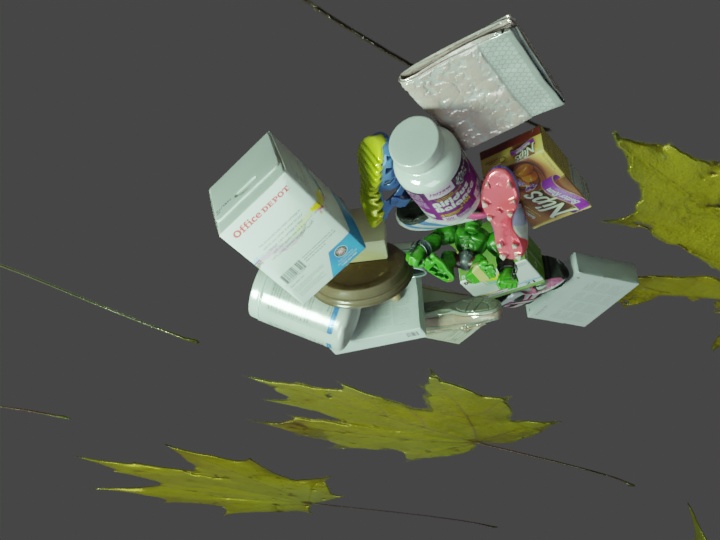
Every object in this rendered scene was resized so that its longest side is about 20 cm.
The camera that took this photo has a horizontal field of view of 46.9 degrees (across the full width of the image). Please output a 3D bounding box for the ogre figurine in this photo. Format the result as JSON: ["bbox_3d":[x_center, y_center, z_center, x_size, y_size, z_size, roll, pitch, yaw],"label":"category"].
[{"bbox_3d":[0.190,-0.034,1.493,0.196,0.121,0.099,-3,131,27],"label":"ogre figurine"}]

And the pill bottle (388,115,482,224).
[{"bbox_3d":[0.117,-0.159,1.310,0.110,0.115,0.200,-15,156,20],"label":"pill bottle"}]

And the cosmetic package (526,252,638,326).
[{"bbox_3d":[0.461,0.044,1.743,0.148,0.053,0.201,8,148,-20],"label":"cosmetic package"}]

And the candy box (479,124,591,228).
[{"bbox_3d":[0.300,-0.154,1.412,0.115,0.058,0.199,-21,143,29],"label":"candy box"}]

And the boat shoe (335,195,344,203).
[{"bbox_3d":[-0.121,-0.101,1.453,0.195,0.071,0.074,5,149,-12],"label":"boat shoe"}]

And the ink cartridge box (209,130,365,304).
[{"bbox_3d":[-0.119,-0.084,1.331,0.146,0.147,0.200,-40,126,11],"label":"ink cartridge box"}]

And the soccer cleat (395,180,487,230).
[{"bbox_3d":[0.159,-0.114,1.471,0.195,0.072,0.086,-8,168,9],"label":"soccer cleat"}]

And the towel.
[{"bbox_3d":[0.184,-0.269,1.235,0.188,0.033,0.199,-21,144,29],"label":"towel"}]

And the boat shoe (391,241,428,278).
[{"bbox_3d":[0.038,-0.003,1.626,0.196,0.073,0.070,-11,149,13],"label":"boat shoe"}]

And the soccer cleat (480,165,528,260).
[{"bbox_3d":[0.245,-0.104,1.388,0.065,0.077,0.202,2,136,25],"label":"soccer cleat"}]

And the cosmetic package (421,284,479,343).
[{"bbox_3d":[0.152,0.092,1.792,0.196,0.075,0.104,12,147,-24],"label":"cosmetic package"}]

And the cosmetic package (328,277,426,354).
[{"bbox_3d":[0.030,0.075,1.679,0.196,0.154,0.052,-12,151,16],"label":"cosmetic package"}]

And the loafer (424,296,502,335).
[{"bbox_3d":[0.198,0.095,1.657,0.197,0.072,0.064,-4,113,36],"label":"loafer"}]

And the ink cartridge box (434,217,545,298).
[{"bbox_3d":[0.249,-0.029,1.596,0.146,0.077,0.199,-20,147,26],"label":"ink cartridge box"}]

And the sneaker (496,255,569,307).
[{"bbox_3d":[0.350,0.027,1.713,0.085,0.082,0.198,15,157,-40],"label":"sneaker"}]

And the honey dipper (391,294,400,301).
[{"bbox_3d":[-0.013,0.038,1.663,0.196,0.039,0.038,8,154,23],"label":"honey dipper"}]

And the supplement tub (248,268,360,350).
[{"bbox_3d":[-0.103,0.062,1.603,0.196,0.134,0.133,20,151,10],"label":"supplement tub"}]

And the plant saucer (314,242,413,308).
[{"bbox_3d":[0.000,0.000,1.529,0.195,0.202,0.030,-7,124,7],"label":"plant saucer"}]

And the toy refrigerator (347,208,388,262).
[{"bbox_3d":[-0.050,-0.057,1.526,0.195,0.077,0.070,-7,150,5],"label":"toy refrigerator"}]

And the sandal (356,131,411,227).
[{"bbox_3d":[0.043,-0.158,1.378,0.085,0.081,0.201,-20,152,-10],"label":"sandal"}]
